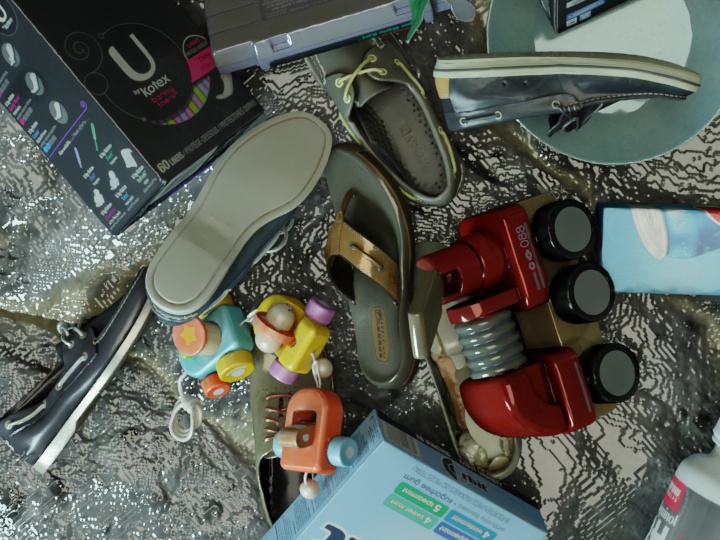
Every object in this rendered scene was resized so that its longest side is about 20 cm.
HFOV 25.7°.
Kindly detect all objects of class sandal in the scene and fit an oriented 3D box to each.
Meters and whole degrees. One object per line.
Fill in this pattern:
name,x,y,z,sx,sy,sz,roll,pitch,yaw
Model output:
sandal,0.000,0.000,1.247,0.054,0.082,0.201,-15,105,-40

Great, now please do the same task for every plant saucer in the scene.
plant saucer,0.198,-0.184,1.238,0.200,0.039,0.202,0,97,4

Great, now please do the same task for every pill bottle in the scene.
pill bottle,0.283,0.213,1.236,0.110,0.111,0.201,23,97,1

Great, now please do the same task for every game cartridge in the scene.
game cartridge,-0.023,-0.223,1.211,0.199,0.038,0.130,-16,55,3

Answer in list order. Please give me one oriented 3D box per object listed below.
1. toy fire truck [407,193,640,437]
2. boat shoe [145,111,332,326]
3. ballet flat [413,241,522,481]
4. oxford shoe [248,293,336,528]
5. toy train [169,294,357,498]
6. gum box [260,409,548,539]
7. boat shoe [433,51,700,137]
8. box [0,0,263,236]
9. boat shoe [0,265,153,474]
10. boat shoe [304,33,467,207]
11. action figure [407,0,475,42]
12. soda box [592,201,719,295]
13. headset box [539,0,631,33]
toy fire truck,0.099,0.049,1.174,0.200,0.129,0.177,-19,94,-30
boat shoe,-0.093,-0.038,1.233,0.075,0.062,0.200,32,71,5
ballet flat,0.084,0.072,1.259,0.067,0.064,0.201,-19,94,6
oxford shoe,-0.055,0.119,1.267,0.070,0.075,0.201,-7,95,5
toy train,-0.087,0.088,1.221,0.200,0.056,0.151,7,84,40
gum box,0.018,0.226,1.240,0.170,0.045,0.200,32,110,-24
boat shoe,0.155,-0.133,1.192,0.199,0.075,0.062,0,101,9
box,-0.193,-0.150,1.209,0.200,0.106,0.122,50,52,-2
boat shoe,-0.226,0.071,1.276,0.063,0.073,0.200,34,102,-3
boat shoe,0.015,-0.137,1.243,0.072,0.060,0.202,-35,93,6
action figure,0.062,-0.253,1.142,0.055,0.200,0.118,29,118,-26
soda box,0.285,-0.016,1.237,0.199,0.064,0.068,2,96,3
headset box,0.179,-0.309,1.169,0.174,0.093,0.200,-25,76,1
